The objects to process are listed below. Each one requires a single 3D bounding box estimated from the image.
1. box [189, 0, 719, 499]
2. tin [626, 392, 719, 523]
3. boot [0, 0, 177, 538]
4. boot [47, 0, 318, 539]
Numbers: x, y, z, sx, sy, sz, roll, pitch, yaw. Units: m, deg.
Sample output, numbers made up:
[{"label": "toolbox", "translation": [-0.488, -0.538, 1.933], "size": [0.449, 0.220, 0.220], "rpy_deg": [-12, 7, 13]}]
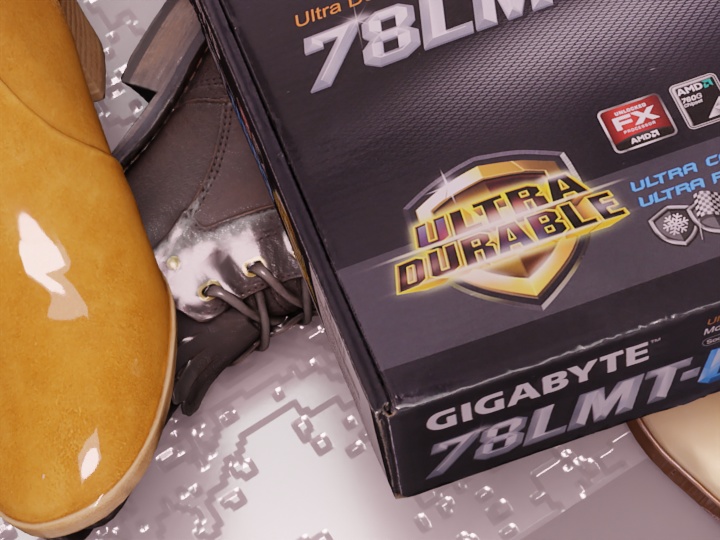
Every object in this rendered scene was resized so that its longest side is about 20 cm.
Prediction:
[{"label": "box", "translation": [0.067, -0.057, 0.747], "size": [0.200, 0.050, 0.199], "rpy_deg": [-18, 55, -5]}, {"label": "tin", "translation": [0.160, 0.051, 0.813], "size": [0.200, 0.042, 0.112], "rpy_deg": [43, 77, 7]}, {"label": "boot", "translation": [-0.112, -0.042, 0.727], "size": [0.071, 0.144, 0.201], "rpy_deg": [-20, 51, 13]}, {"label": "boot", "translation": [0.000, 0.000, 0.790], "size": [0.174, 0.069, 0.200], "rpy_deg": [13, 74, 25]}]
